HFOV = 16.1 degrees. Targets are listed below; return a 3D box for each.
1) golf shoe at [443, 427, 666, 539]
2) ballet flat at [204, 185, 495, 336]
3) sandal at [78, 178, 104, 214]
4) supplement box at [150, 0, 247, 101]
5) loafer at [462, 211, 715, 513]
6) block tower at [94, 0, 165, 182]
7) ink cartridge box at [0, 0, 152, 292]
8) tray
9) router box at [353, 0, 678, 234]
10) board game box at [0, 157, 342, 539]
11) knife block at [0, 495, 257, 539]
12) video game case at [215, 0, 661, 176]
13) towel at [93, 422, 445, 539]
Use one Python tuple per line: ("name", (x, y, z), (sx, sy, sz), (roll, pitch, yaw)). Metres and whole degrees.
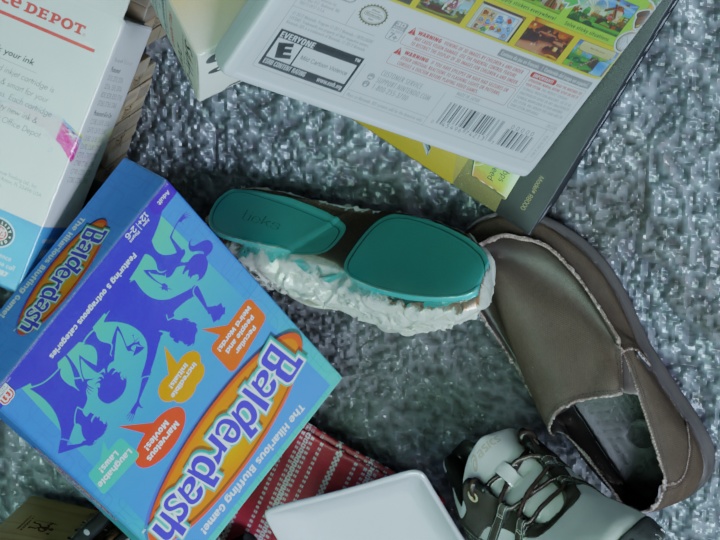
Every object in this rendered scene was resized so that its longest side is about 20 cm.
("golf shoe", (0.095, 0.135, 1.396), (0.078, 0.200, 0.095), (-40, 100, -16))
("ballet flat", (0.000, 0.000, 1.431), (0.199, 0.072, 0.072), (18, 117, 35))
("sandal", (-0.182, -0.030, 1.452), (0.200, 0.043, 0.076), (36, 118, -1))
("supplement box", (-0.070, -0.207, 1.319), (0.125, 0.074, 0.201), (-25, 77, -9))
("loafer", (0.125, 0.052, 1.413), (0.073, 0.071, 0.200), (-38, 93, 28))
("block tower", (-0.145, -0.131, 1.453), (0.054, 0.058, 0.201), (26, 116, 9))
("ink cartridge box", (-0.192, -0.102, 1.392), (0.115, 0.068, 0.201), (23, 95, 8))
("tray", (0.035, 0.195, 1.502), (0.107, 0.022, 0.201), (-16, 122, 25))
("router box", (0.079, -0.145, 1.365), (0.157, 0.052, 0.201), (33, 118, 6))
("board game box", (-0.114, 0.058, 1.414), (0.045, 0.152, 0.200), (27, 164, 44))
("knife block", (-0.142, 0.211, 1.565), (0.175, 0.064, 0.201), (12, 119, 21))
("video game case", (0.055, -0.143, 1.262), (0.199, 0.023, 0.182), (17, 124, -33))
("towel", (-0.058, 0.144, 1.547), (0.199, 0.022, 0.145), (29, 119, 10))
